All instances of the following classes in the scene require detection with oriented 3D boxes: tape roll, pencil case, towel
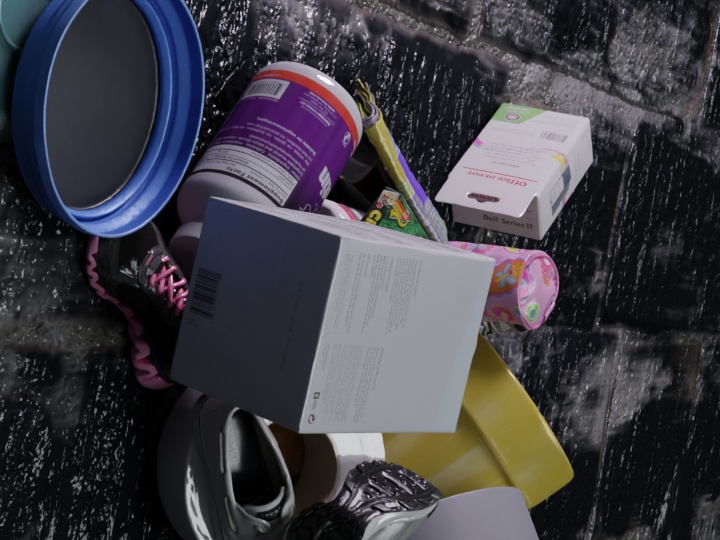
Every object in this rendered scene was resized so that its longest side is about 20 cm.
[{"bbox_3d":[-0.079,0.176,1.474,0.201,0.071,0.204,-4,98,-29],"label":"tape roll"},{"bbox_3d":[0.109,0.014,1.725,0.087,0.199,0.088,-6,97,-52],"label":"pencil case"},{"bbox_3d":[0.047,-0.088,1.612,0.201,0.023,0.144,59,4,-19],"label":"towel"},{"bbox_3d":[0.078,0.283,1.625,0.200,0.199,0.067,22,44,-61],"label":"tape roll"}]

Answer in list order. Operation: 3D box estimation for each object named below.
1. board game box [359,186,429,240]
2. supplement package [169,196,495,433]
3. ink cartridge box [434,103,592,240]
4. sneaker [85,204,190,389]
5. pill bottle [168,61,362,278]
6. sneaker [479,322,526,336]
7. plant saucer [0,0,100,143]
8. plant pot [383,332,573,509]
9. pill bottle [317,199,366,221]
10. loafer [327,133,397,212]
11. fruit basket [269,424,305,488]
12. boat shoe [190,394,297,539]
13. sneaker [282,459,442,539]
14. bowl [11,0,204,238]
[{"bbox_3d":[0.035,0.019,1.532,0.105,0.023,0.200,-56,145,-15],"label":"board game box"},{"bbox_3d":[-0.021,0.038,1.323,0.199,0.150,0.153,7,98,-50],"label":"supplement package"},{"bbox_3d":[0.178,-0.105,1.892,0.200,0.116,0.068,-52,144,-40],"label":"ink cartridge box"},{"bbox_3d":[-0.156,0.025,1.352,0.079,0.095,0.201,-56,143,-33],"label":"sneaker"},{"bbox_3d":[-0.085,-0.078,1.424,0.201,0.112,0.113,-60,147,-30],"label":"pill bottle"},{"bbox_3d":[0.127,0.063,1.863,0.200,0.115,0.075,-56,144,-36],"label":"sneaker"},{"bbox_3d":[-0.247,-0.189,1.177,0.200,0.027,0.202,-31,127,-53],"label":"plant saucer"},{"bbox_3d":[0.096,0.192,1.754,0.188,0.201,0.201,-33,141,-4],"label":"plant pot"},{"bbox_3d":[0.000,0.000,1.590,0.199,0.110,0.112,16,86,-55],"label":"pill bottle"},{"bbox_3d":[-0.013,-0.115,1.584,0.073,0.072,0.200,-66,149,-20],"label":"loafer"},{"bbox_3d":[-0.094,0.206,1.563,0.199,0.093,0.187,-23,116,-34],"label":"fruit basket"},{"bbox_3d":[-0.086,0.196,1.394,0.072,0.066,0.202,-19,105,-26],"label":"boat shoe"},{"bbox_3d":[-0.003,0.229,1.431,0.200,0.074,0.080,-26,138,-48],"label":"sneaker"},{"bbox_3d":[-0.189,-0.127,1.237,0.200,0.039,0.202,-34,130,-54],"label":"bowl"}]
